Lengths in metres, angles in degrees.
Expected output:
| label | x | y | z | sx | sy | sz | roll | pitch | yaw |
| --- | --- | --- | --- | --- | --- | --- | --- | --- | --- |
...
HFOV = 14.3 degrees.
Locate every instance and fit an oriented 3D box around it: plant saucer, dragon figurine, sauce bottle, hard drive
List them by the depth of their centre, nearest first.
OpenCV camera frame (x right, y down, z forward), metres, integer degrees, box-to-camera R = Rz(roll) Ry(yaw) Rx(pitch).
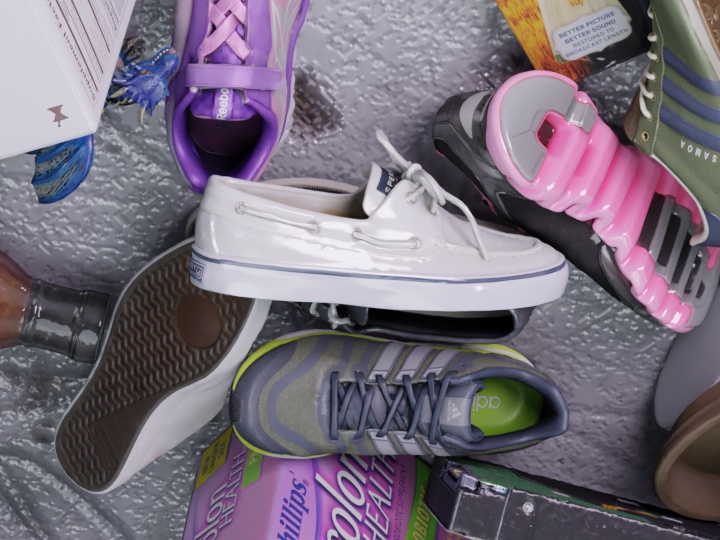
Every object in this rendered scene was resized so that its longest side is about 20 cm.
| label | x | y | z | sx | sy | sz | roll | pitch | yaw |
| --- | --- | --- | --- | --- | --- | --- | --- | --- | --- |
| dragon figurine | -0.166 | -0.077 | 1.509 | 0.059 | 0.099 | 0.200 | 38 | 124 | -18 |
| plant saucer | 0.253 | 0.082 | 1.562 | 0.200 | 0.029 | 0.200 | -13 | 154 | -6 |
| hard drive | 0.139 | 0.146 | 1.582 | 0.200 | 0.140 | 0.038 | 16 | 91 | -6 |
| sauce bottle | -0.241 | 0.012 | 1.597 | 0.200 | 0.066 | 0.066 | 16 | 124 | -4 |

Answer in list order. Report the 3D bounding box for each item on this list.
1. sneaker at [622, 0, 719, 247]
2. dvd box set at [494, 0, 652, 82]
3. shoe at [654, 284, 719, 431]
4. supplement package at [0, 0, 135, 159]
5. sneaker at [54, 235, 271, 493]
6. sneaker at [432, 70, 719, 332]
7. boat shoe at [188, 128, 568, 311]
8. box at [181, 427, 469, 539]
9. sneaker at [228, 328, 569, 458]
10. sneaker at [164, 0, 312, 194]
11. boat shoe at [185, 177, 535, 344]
| label | x | y | z | sx | sy | sz | roll | pitch | yaw |
| --- | --- | --- | --- | --- | --- | --- | --- | --- | --- |
| sneaker | 0.166 | -0.092 | 1.451 | 0.090 | 0.067 | 0.200 | -16 | 113 | 34 |
| dvd box set | 0.114 | -0.199 | 1.443 | 0.146 | 0.029 | 0.200 | -22 | 119 | 19 |
| shoe | 0.245 | 0.031 | 1.557 | 0.091 | 0.072 | 0.200 | 20 | 130 | -18 |
| supplement package | -0.210 | -0.158 | 1.400 | 0.152 | 0.200 | 0.151 | -15 | 121 | 14 |
| sneaker | -0.096 | 0.039 | 1.588 | 0.073 | 0.085 | 0.200 | 49 | 127 | 11 |
| sneaker | 0.114 | -0.037 | 1.537 | 0.095 | 0.079 | 0.200 | -2 | 143 | 49 |
| boat shoe | 0.014 | -0.029 | 1.486 | 0.202 | 0.075 | 0.086 | 4 | 102 | -10 |
| box | 0.001 | 0.187 | 1.622 | 0.200 | 0.176 | 0.097 | 37 | 119 | -17 |
| sneaker | 0.025 | 0.069 | 1.560 | 0.200 | 0.081 | 0.074 | -3 | 94 | -24 |
| sneaker | -0.065 | -0.121 | 1.479 | 0.080 | 0.088 | 0.200 | 7 | 123 | 3 |
| boat shoe | 0.000 | 0.000 | 1.566 | 0.200 | 0.063 | 0.073 | 8 | 127 | 2 |
